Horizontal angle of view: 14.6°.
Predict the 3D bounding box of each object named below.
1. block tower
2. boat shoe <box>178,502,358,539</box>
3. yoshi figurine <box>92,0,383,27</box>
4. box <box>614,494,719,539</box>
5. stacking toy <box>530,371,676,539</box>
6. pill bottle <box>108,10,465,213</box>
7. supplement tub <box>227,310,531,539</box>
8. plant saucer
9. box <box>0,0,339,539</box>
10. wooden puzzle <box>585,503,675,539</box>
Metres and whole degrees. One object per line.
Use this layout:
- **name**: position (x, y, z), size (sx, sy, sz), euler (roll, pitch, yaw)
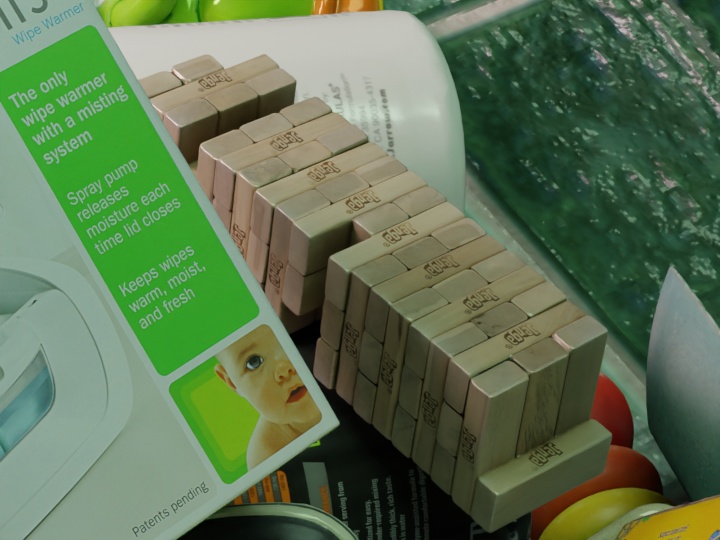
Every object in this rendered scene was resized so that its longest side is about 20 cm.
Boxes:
- **block tower**: position (0.000, 0.000, 0.936), size (0.054, 0.058, 0.200), euler (-25, 50, -32)
- **boat shoe**: position (-0.088, 0.132, 0.876), size (0.199, 0.075, 0.062), euler (-21, 16, -6)
- **yoshi figurine**: position (-0.097, -0.121, 1.149), size (0.199, 0.113, 0.112), euler (-5, 36, -14)
- **box**: position (0.120, 0.197, 0.767), size (0.200, 0.122, 0.193), euler (37, 74, -5)
- **stacking toy**: position (0.095, 0.112, 1.011), size (0.085, 0.086, 0.200), euler (-6, 48, -18)
- **pill bottle**: position (-0.070, -0.036, 1.070), size (0.199, 0.115, 0.115), euler (-5, 52, -17)
- **supplement tub**: position (-0.052, 0.077, 0.974), size (0.199, 0.123, 0.123), euler (-9, 53, -20)
- **plant saucer**: position (0.145, 0.093, 0.984), size (0.039, 0.201, 0.201), euler (-30, 58, 3)
- **box**: position (-0.139, 0.026, 0.814), size (0.200, 0.097, 0.177), euler (-32, 95, -35)
- **wooden puzzle**: position (0.071, 0.196, 0.892), size (0.185, 0.046, 0.200), euler (-34, 61, 6)
